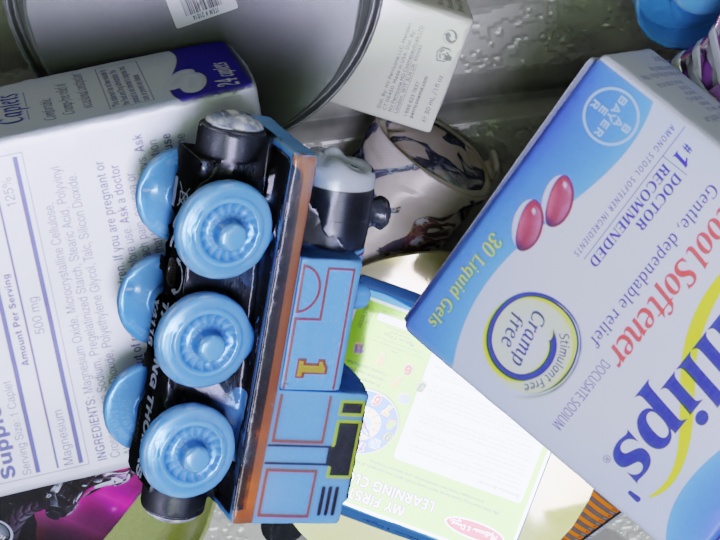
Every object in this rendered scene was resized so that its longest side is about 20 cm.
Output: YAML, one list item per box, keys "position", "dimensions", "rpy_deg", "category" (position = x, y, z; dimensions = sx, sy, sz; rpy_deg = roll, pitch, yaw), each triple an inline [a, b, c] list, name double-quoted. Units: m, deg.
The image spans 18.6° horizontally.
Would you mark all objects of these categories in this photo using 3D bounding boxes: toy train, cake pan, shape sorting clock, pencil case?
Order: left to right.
- position: [-0.085, -0.147, 1.128]
  dimensions: [0.200, 0.037, 0.200]
  rpy_deg: [-2, 114, -5]
  category: "cake pan"
- position: [-0.050, 0.024, 1.027]
  dimensions: [0.114, 0.087, 0.200]
  rpy_deg: [3, 107, -26]
  category: "toy train"
- position: [0.000, 0.000, 1.299]
  dimensions: [0.089, 0.078, 0.200]
  rpy_deg: [19, 115, -35]
  category: "pencil case"
- position: [0.041, 0.087, 1.263]
  dimensions: [0.200, 0.039, 0.200]
  rpy_deg: [0, 96, 0]
  category: "shape sorting clock"

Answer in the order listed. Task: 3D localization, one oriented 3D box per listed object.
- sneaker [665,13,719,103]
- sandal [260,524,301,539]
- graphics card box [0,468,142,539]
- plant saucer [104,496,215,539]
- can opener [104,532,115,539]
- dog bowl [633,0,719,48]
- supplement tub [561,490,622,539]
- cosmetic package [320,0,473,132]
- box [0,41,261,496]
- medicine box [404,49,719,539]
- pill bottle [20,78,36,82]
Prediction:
- position: [0.176, -0.090, 1.221]
  dimensions: [0.114, 0.073, 0.201]
  rpy_deg: [-1, 152, -7]
  category: "sneaker"
- position: [0.014, 0.093, 1.308]
  dimensions: [0.048, 0.075, 0.200]
  rpy_deg: [43, 97, 24]
  category: "sandal"
- position: [-0.168, 0.079, 1.231]
  dimensions: [0.125, 0.051, 0.200]
  rpy_deg: [29, 121, -21]
  category: "graphics card box"
- position: [-0.185, 0.119, 1.330]
  dimensions: [0.200, 0.031, 0.200]
  rpy_deg: [1, 88, -13]
  category: "plant saucer"
- position: [-0.247, 0.154, 1.363]
  dimensions: [0.200, 0.063, 0.079]
  rpy_deg: [15, 101, -10]
  category: "can opener"
- position: [0.208, -0.209, 1.182]
  dimensions: [0.111, 0.050, 0.200]
  rpy_deg: [-3, 138, -30]
  category: "dog bowl"
- position: [0.132, 0.091, 1.329]
  dimensions: [0.200, 0.123, 0.123]
  rpy_deg: [-38, 113, 14]
  category: "supplement tub"
- position: [-0.047, -0.151, 1.206]
  dimensions: [0.200, 0.105, 0.071]
  rpy_deg: [16, 112, -13]
  category: "cosmetic package"
- position: [-0.140, 0.000, 1.095]
  dimensions: [0.200, 0.105, 0.184]
  rpy_deg: [-12, 112, -9]
  category: "box"
- position: [0.160, 0.015, 1.144]
  dimensions: [0.200, 0.103, 0.182]
  rpy_deg: [40, 109, 13]
  category: "medicine box"
- position: [-0.152, -0.044, 1.244]
  dimensions: [0.200, 0.116, 0.116]
  rpy_deg: [10, 115, -9]
  category: "pill bottle"
